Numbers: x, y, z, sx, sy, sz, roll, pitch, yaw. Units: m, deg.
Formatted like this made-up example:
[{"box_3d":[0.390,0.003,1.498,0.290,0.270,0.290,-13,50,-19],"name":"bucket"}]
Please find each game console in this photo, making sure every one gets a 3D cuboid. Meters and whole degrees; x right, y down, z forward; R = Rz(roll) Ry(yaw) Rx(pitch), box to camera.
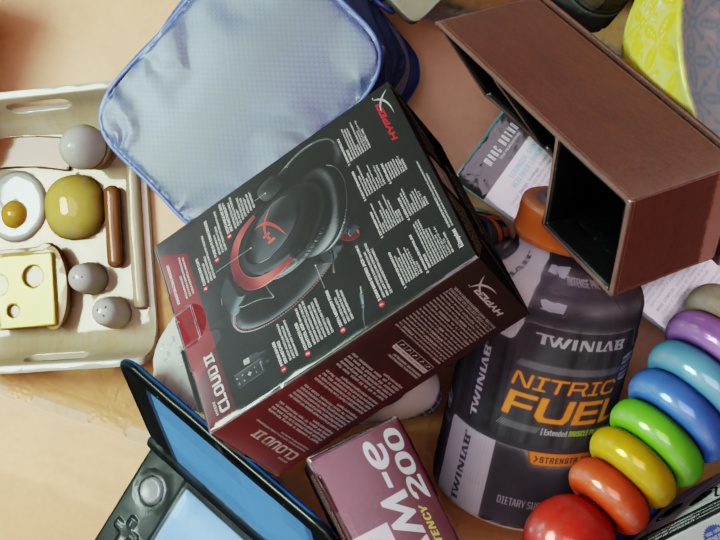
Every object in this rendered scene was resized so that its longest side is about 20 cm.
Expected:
[{"box_3d":[-0.105,0.183,0.864,0.200,0.118,0.171,35,96,28],"name":"game console"}]

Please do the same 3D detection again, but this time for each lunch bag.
[{"box_3d":[-0.057,-0.123,0.885,0.200,0.132,0.136,-45,83,11],"name":"lunch bag"}]

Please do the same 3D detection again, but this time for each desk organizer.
[{"box_3d":[0.123,-0.078,0.767,0.077,0.072,0.200,-18,45,-22],"name":"desk organizer"}]

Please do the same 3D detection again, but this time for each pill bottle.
[{"box_3d":[0.113,0.051,0.828,0.106,0.106,0.201,15,112,11],"name":"pill bottle"}]

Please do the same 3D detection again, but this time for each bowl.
[{"box_3d":[0.225,-0.116,0.833,0.107,0.199,0.202,-12,84,53],"name":"bowl"}]

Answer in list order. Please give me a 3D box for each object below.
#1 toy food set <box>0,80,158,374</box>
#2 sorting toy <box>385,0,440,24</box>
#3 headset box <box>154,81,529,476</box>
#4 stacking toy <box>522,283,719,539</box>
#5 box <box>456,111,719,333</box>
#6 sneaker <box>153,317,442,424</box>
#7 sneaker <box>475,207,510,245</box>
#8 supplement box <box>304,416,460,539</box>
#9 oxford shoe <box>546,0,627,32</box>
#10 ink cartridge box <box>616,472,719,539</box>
[{"box_3d":[-0.226,-0.028,0.949,0.142,0.060,0.202,-5,86,10],"name":"toy food set"},{"box_3d":[0.039,-0.292,0.805,0.200,0.070,0.199,-45,100,-1],"name":"sorting toy"},{"box_3d":[-0.025,0.010,0.775,0.199,0.075,0.149,-34,50,12],"name":"headset box"},{"box_3d":[0.169,0.103,0.783,0.085,0.085,0.200,44,79,9],"name":"stacking toy"},{"box_3d":[0.166,-0.034,0.880,0.200,0.049,0.082,37,95,10],"name":"box"},{"box_3d":[-0.045,0.070,0.870,0.199,0.080,0.077,6,76,27],"name":"sneaker"},{"box_3d":[0.000,0.000,0.879,0.199,0.112,0.078,-23,83,9],"name":"sneaker"},{"box_3d":[0.014,0.154,0.822,0.061,0.200,0.109,-26,83,-6],"name":"supplement box"},{"box_3d":[0.182,-0.245,0.842,0.072,0.084,0.201,26,60,-11],"name":"oxford shoe"},{"box_3d":[0.190,0.168,0.797,0.044,0.094,0.200,54,131,6],"name":"ink cartridge box"}]
